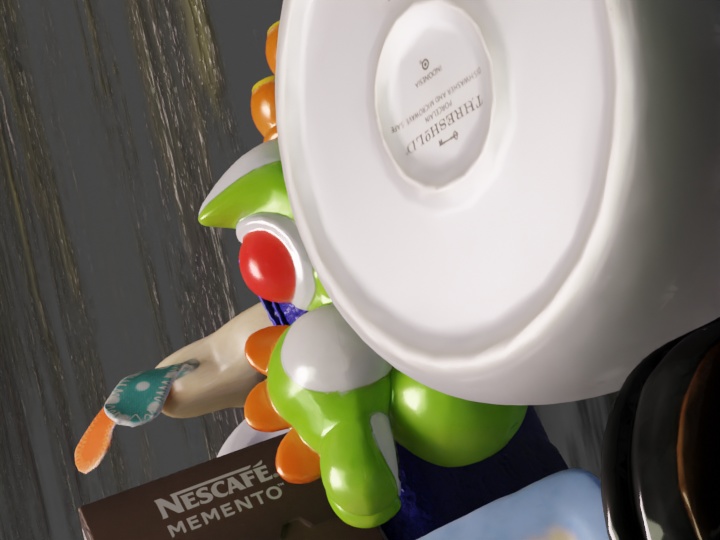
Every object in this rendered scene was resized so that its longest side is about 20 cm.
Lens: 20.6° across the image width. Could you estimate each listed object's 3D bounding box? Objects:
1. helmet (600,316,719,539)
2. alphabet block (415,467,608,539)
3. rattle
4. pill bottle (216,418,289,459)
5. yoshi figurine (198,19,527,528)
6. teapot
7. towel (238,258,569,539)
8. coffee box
[{"bbox_3d":[0.162,0.014,0.419,0.199,0.191,0.201,28,146,21],"label":"helmet"},{"bbox_3d":[0.060,0.235,0.764,0.201,0.194,0.197,74,171,-46],"label":"alphabet block"},{"bbox_3d":[-0.069,0.007,1.015,0.130,0.198,0.144,161,94,-75],"label":"rattle"},{"bbox_3d":[0.015,0.156,0.983,0.201,0.112,0.112,64,165,-22],"label":"pill bottle"},{"bbox_3d":[0.014,0.000,0.794,0.111,0.112,0.202,-22,66,34],"label":"yoshi figurine"},{"bbox_3d":[0.075,-0.053,0.614,0.200,0.145,0.199,32,118,46],"label":"teapot"},{"bbox_3d":[0.027,0.062,0.893,0.049,0.147,0.201,-40,57,25],"label":"towel"},{"bbox_3d":[-0.046,0.176,0.856,0.080,0.112,0.201,-123,22,-44],"label":"coffee box"}]
